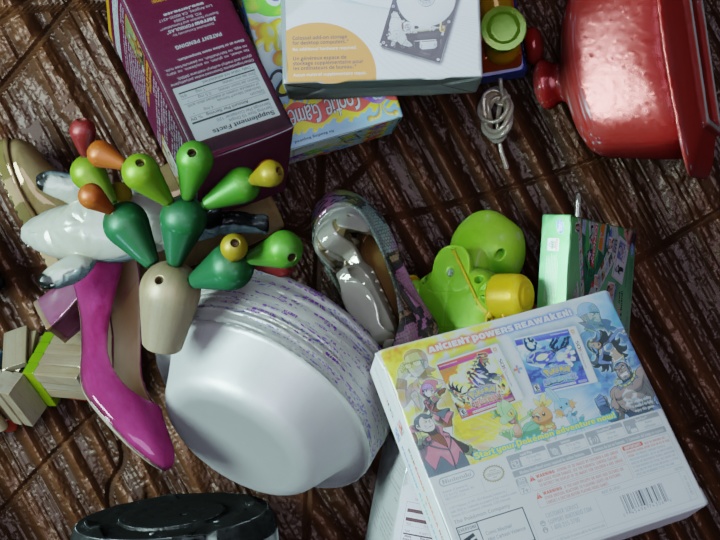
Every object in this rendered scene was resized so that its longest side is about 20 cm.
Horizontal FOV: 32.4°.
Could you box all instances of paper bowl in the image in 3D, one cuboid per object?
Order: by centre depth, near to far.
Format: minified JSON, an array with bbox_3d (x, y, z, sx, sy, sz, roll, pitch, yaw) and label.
[{"bbox_3d":[-0.075,0.102,0.998,0.200,0.201,0.104,35,53,-2],"label":"paper bowl"}]

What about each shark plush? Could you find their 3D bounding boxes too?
[{"bbox_3d":[-0.177,-0.045,0.996,0.199,0.083,0.091,-14,86,0],"label":"shark plush"}]

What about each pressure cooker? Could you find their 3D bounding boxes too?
[{"bbox_3d":[-0.148,0.294,1.009,0.178,0.176,0.201,-6,92,-32],"label":"pressure cooker"}]

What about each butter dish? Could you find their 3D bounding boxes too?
[{"bbox_3d":[0.221,-0.170,1.057,0.147,0.199,0.201,-8,90,20],"label":"butter dish"}]

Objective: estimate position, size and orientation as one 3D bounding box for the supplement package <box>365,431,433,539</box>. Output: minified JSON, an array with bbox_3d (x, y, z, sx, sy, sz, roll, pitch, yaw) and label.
[{"bbox_3d":[0.079,0.251,1.017,0.147,0.191,0.201,11,89,-4],"label":"supplement package"}]

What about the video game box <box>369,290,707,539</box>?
[{"bbox_3d":[0.129,0.123,0.921,0.199,0.047,0.183,-13,68,-17],"label":"video game box"}]

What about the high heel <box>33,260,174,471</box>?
[{"bbox_3d":[-0.181,0.062,0.989,0.096,0.067,0.200,-39,66,-2],"label":"high heel"}]

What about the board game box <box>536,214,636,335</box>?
[{"bbox_3d":[0.192,0.058,1.062,0.029,0.134,0.201,3,88,36],"label":"board game box"}]

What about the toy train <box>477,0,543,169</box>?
[{"bbox_3d":[0.120,-0.192,1.063,0.084,0.116,0.201,-9,89,1],"label":"toy train"}]

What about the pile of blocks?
[{"bbox_3d":[-0.304,0.104,1.075,0.199,0.082,0.062,-17,133,6],"label":"pile of blocks"}]

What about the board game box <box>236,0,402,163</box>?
[{"bbox_3d":[-0.045,-0.206,1.062,0.103,0.105,0.201,-17,89,-4],"label":"board game box"}]

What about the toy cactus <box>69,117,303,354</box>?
[{"bbox_3d":[-0.134,-0.022,0.910,0.199,0.102,0.166,18,113,10],"label":"toy cactus"}]

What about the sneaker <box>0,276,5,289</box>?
[{"bbox_3d":[-0.361,0.033,1.046,0.115,0.075,0.201,-2,76,-9],"label":"sneaker"}]

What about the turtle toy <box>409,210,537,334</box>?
[{"bbox_3d":[0.095,0.043,1.061,0.145,0.101,0.201,0,77,36],"label":"turtle toy"}]

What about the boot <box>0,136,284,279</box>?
[{"bbox_3d":[-0.192,-0.073,1.076,0.200,0.066,0.176,-26,102,-3],"label":"boot"}]

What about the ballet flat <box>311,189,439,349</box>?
[{"bbox_3d":[0.000,0.000,1.033,0.069,0.071,0.200,-42,56,20],"label":"ballet flat"}]

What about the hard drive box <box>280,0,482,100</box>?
[{"bbox_3d":[0.014,-0.241,0.971,0.155,0.077,0.201,-3,88,1],"label":"hard drive box"}]

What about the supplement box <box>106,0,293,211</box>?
[{"bbox_3d":[-0.135,-0.158,1.020,0.085,0.110,0.200,-21,71,-16],"label":"supplement box"}]

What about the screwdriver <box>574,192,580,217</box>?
[{"bbox_3d":[0.195,0.032,1.107,0.029,0.028,0.201,8,92,26],"label":"screwdriver"}]
